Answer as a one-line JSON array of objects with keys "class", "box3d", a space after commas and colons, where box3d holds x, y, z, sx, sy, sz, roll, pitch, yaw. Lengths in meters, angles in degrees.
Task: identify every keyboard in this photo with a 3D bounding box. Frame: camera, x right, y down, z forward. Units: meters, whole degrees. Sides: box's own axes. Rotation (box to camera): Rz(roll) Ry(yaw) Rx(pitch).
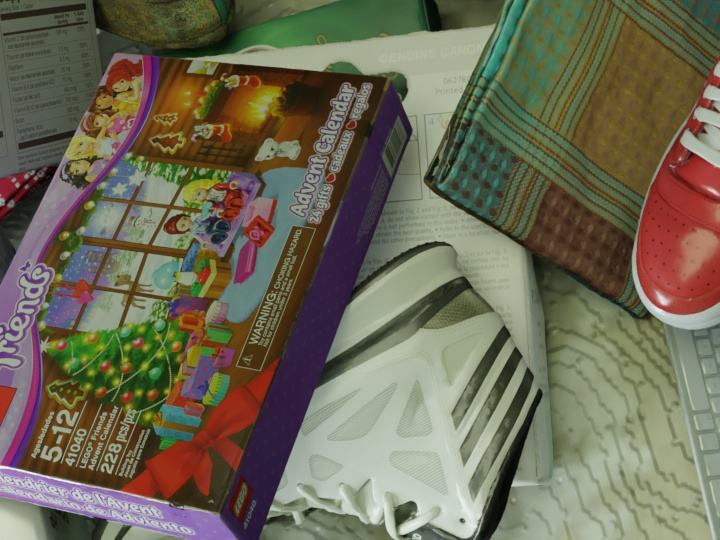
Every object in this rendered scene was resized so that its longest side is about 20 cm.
[{"class": "keyboard", "box3d": [0.163, 0.071, 0.714, 0.011, 0.056, 0.202, -36, 59, 54]}]

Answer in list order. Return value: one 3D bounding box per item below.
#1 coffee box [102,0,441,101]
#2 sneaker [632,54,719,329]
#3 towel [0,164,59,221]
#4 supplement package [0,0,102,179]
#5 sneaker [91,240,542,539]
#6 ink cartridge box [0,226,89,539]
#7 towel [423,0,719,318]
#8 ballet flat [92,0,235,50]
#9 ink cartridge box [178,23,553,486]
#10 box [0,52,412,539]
[{"class": "coffee box", "box3d": [-0.048, -0.054, 0.815, 0.198, 0.044, 0.124, -16, 74, 14]}, {"class": "sneaker", "box3d": [0.161, -0.076, 0.646, 0.071, 0.112, 0.201, 31, 87, 23]}, {"class": "towel", "box3d": [-0.261, -0.036, 0.893, 0.200, 0.022, 0.145, -45, 66, 1]}, {"class": "supplement package", "box3d": [-0.244, -0.094, 0.775, 0.198, 0.155, 0.112, -1, 102, 29]}, {"class": "sneaker", "box3d": [-0.011, 0.091, 0.695, 0.200, 0.076, 0.116, -39, 78, 6]}, {"class": "ink cartridge box", "box3d": [-0.178, 0.086, 0.761, 0.083, 0.145, 0.202, -14, 71, -5]}, {"class": "towel", "box3d": [0.120, -0.096, 0.727, 0.022, 0.146, 0.201, 17, 80, 56]}, {"class": "ballet flat", "box3d": [-0.131, -0.145, 0.848, 0.199, 0.070, 0.071, 18, 82, 48]}, {"class": "ink cartridge box", "box3d": [0.000, 0.000, 0.760, 0.159, 0.050, 0.202, -4, 84, 12]}, {"class": "box", "box3d": [-0.074, 0.005, 0.680, 0.136, 0.039, 0.201, 7, 60, 24]}]
